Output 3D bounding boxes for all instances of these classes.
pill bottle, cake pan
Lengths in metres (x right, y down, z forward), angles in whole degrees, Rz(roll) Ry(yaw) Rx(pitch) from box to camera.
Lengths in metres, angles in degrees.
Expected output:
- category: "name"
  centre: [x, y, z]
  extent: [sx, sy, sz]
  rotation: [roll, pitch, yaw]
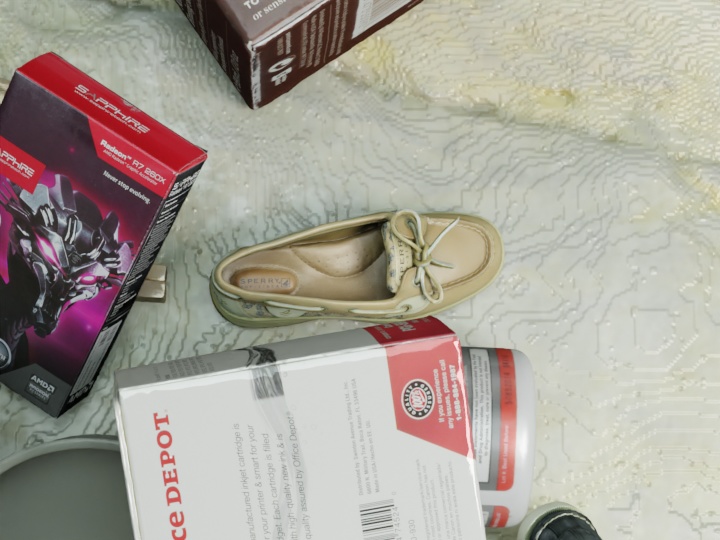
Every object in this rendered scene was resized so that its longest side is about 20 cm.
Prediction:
- category: "pill bottle"
  centre: [0.007, 0.103, 1.284]
  extent: [0.200, 0.116, 0.116]
  rotation: [3, 80, -3]
- category: "cake pan"
  centre: [-0.161, 0.186, 1.255]
  extent: [0.200, 0.037, 0.200]
  rotation: [1, 114, 2]

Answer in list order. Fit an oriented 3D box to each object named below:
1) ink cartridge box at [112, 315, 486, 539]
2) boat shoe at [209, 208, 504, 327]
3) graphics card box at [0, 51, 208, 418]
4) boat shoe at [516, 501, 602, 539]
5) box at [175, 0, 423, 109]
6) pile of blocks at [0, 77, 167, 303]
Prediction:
- category: "ink cartridge box"
  centre: [-0.037, 0.116, 1.174]
  extent: [0.200, 0.083, 0.147]
  rotation: [-9, 99, -8]
- category: "boat shoe"
  centre: [0.000, 0.000, 1.327]
  extent: [0.200, 0.063, 0.073]
  rotation: [-11, 80, -5]
- category: "graphics card box"
  centre: [-0.195, -0.021, 1.274]
  extent: [0.125, 0.051, 0.200]
  rotation: [33, 116, 7]
- category: "boat shoe"
  centre: [0.163, 0.241, 1.268]
  extent: [0.074, 0.066, 0.200]
  rotation: [-23, 102, -15]
- category: "box"
  centre: [-0.060, -0.243, 1.314]
  extent: [0.164, 0.166, 0.200]
  rotation: [-34, 83, -7]
- category: "pile of blocks"
  centre: [-0.193, -0.061, 1.329]
  extent: [0.200, 0.062, 0.082]
  rotation: [44, 81, 4]
